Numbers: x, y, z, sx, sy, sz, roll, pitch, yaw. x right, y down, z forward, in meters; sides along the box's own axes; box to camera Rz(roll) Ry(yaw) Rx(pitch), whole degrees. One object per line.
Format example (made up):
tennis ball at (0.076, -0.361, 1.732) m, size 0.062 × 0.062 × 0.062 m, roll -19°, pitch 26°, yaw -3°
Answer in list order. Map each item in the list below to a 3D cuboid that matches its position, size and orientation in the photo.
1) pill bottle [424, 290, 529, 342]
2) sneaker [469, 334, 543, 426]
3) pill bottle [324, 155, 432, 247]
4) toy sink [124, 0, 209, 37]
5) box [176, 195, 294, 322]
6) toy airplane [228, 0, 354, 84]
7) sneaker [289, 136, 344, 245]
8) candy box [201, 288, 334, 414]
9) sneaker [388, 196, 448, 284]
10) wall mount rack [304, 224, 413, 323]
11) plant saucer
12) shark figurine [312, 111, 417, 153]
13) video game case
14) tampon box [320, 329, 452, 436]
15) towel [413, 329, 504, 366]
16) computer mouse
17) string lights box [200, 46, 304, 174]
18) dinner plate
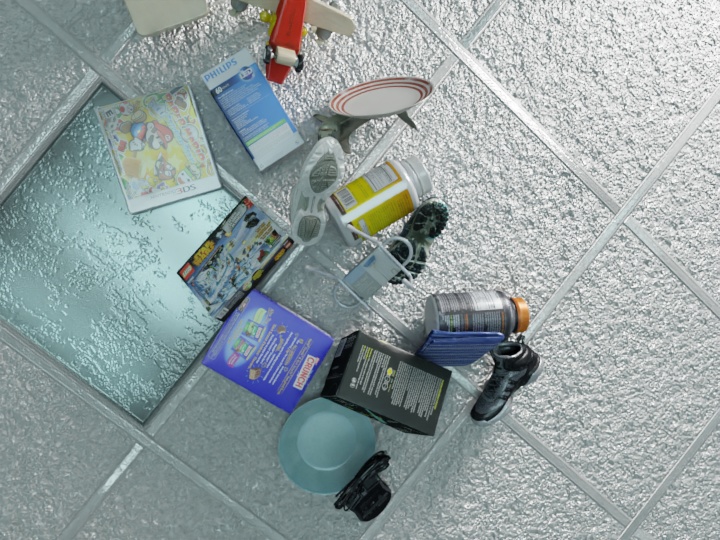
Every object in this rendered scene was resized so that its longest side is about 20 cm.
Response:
pill bottle at (0.236, 0.096, 1.037) m, size 0.196 × 0.106 × 0.108 m, roll -2°, pitch 95°, yaw -7°
sneaker at (0.284, 0.220, 1.055) m, size 0.200 × 0.075 × 0.114 m, roll -44°, pitch 121°, yaw -8°
pill bottle at (0.036, -0.138, 0.989) m, size 0.198 × 0.109 × 0.110 m, roll -31°, pitch 98°, yaw -4°
toy sink at (-0.351, -0.504, 0.906) m, size 0.129 × 0.112 × 0.203 m, roll -22°, pitch 92°, yaw -5°
box at (-0.235, -0.024, 0.961) m, size 0.200 × 0.040 × 0.137 m, roll -48°, pitch 63°, yaw -1°
toy airplane at (-0.131, -0.471, 0.922) m, size 0.198 × 0.141 × 0.201 m, roll -34°, pitch 125°, yaw -1°
sneaker at (-0.093, -0.154, 0.937) m, size 0.077 × 0.100 × 0.202 m, roll 9°, pitch 116°, yaw -30°
candy box at (-0.177, 0.152, 1.000) m, size 0.199 × 0.077 × 0.170 m, roll 32°, pitch 88°, yaw -8°
sneaker at (0.110, -0.059, 1.025) m, size 0.077 × 0.087 × 0.201 m, roll 32°, pitch 113°, yaw -8°
wall mount rack at (0.000, 0.000, 0.977) m, size 0.174 × 0.075 × 0.200 m, roll 43°, pitch 112°, yaw -13°
plant saucer at (-0.068, 0.352, 1.050) m, size 0.197 × 0.039 × 0.205 m, roll -1°, pitch 95°, yaw -7°
shark figurine at (-0.005, -0.275, 1.003) m, size 0.212 × 0.128 × 0.091 m, roll -25°, pitch 124°, yaw -22°
video game case at (-0.377, -0.228, 0.968) m, size 0.179 × 0.023 × 0.203 m, roll -17°, pitch 96°, yaw -6°
tampon box at (0.046, 0.218, 0.984) m, size 0.198 × 0.150 × 0.128 m, roll 25°, pitch 71°, yaw -10°
towel at (0.178, 0.154, 0.998) m, size 0.142 × 0.201 × 0.024 m, roll 1°, pitch 66°, yaw -8°
computer mouse at (0.010, 0.434, 1.024) m, size 0.138 × 0.053 × 0.201 m, roll -38°, pitch 141°, yaw -18°
string lights box at (-0.201, -0.298, 0.969) m, size 0.102 × 0.059 × 0.202 m, roll -32°, pitch 98°, yaw -5°
dinner plate at (0.039, -0.315, 0.945) m, size 0.197 × 0.201 × 0.025 m, roll -17°, pitch 124°, yaw -6°
